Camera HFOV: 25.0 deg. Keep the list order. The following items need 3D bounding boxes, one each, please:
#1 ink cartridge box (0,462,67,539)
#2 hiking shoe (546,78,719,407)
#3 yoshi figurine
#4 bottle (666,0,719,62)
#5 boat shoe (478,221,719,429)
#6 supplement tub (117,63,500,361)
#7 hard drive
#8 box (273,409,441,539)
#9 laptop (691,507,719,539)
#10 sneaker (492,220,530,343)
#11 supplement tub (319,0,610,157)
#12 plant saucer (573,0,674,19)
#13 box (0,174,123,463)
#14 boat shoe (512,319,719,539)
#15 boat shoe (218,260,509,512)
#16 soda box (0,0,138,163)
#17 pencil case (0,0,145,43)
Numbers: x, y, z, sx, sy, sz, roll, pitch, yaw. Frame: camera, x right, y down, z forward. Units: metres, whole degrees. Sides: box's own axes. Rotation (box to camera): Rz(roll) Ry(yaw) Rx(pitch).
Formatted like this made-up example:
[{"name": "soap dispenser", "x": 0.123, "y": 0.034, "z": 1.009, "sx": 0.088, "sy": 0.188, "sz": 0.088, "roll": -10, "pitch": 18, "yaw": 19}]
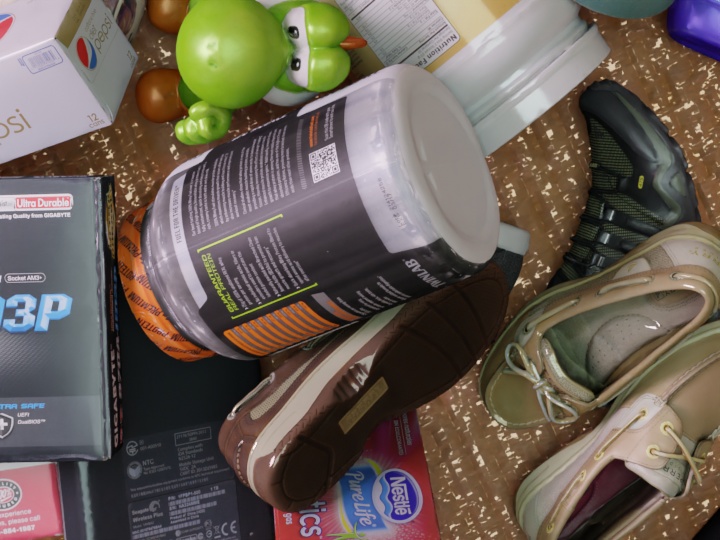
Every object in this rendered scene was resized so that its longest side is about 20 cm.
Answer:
[{"name": "ink cartridge box", "x": -0.259, "y": 0.066, "z": 0.995, "sx": 0.146, "sy": 0.086, "sz": 0.203, "roll": -6, "pitch": 93, "yaw": -3}, {"name": "hiking shoe", "x": 0.162, "y": -0.016, "z": 1.020, "sx": 0.100, "sy": 0.076, "sz": 0.202, "roll": -20, "pitch": 96, "yaw": -5}, {"name": "yoshi figurine", "x": -0.082, "y": -0.129, "z": 0.928, "sx": 0.112, "sy": 0.199, "sz": 0.113, "roll": -45, "pitch": 114, "yaw": -18}, {"name": "bottle", "x": 0.263, "y": -0.228, "z": 1.017, "sx": 0.083, "sy": 0.065, "sz": 0.202, "roll": 23, "pitch": 92, "yaw": -4}, {"name": "boat shoe", "x": 0.141, "y": 0.044, "z": 0.978, "sx": 0.200, "sy": 0.063, "sz": 0.073, "roll": -34, "pitch": 100, "yaw": 36}, {"name": "supplement tub", "x": -0.032, "y": -0.025, "z": 0.913, "sx": 0.198, "sy": 0.122, "sz": 0.124, "roll": -21, "pitch": 95, "yaw": 26}, {"name": "hard drive", "x": -0.120, "y": 0.100, "z": 0.996, "sx": 0.138, "sy": 0.033, "sz": 0.203, "roll": -7, "pitch": 94, "yaw": -38}, {"name": "box", "x": -0.002, "y": 0.171, "z": 0.951, "sx": 0.094, "sy": 0.201, "sz": 0.101, "roll": -4, "pitch": 121, "yaw": -3}, {"name": "laptop", "x": 0.157, "y": 0.196, "z": 0.983, "sx": 0.103, "sy": 0.177, "sz": 0.200, "roll": 41, "pitch": 91, "yaw": -6}, {"name": "sneaker", "x": 0.000, "y": 0.000, "z": 1.012, "sx": 0.198, "sy": 0.073, "sz": 0.113, "roll": 17, "pitch": 92, "yaw": -6}, {"name": "supplement tub", "x": 0.043, "y": -0.173, "z": 0.968, "sx": 0.144, "sy": 0.144, "sz": 0.201, "roll": -38, "pitch": 95, "yaw": 0}, {"name": "plant saucer", "x": 0.136, "y": -0.246, "z": 0.959, "sx": 0.198, "sy": 0.036, "sz": 0.202, "roll": 19, "pitch": 57, "yaw": -32}, {"name": "box", "x": -0.236, "y": 0.028, "z": 0.921, "sx": 0.197, "sy": 0.046, "sz": 0.161, "roll": -1, "pitch": 94, "yaw": 3}, {"name": "boat shoe", "x": 0.181, "y": 0.115, "z": 1.008, "sx": 0.074, "sy": 0.067, "sz": 0.200, "roll": 32, "pitch": 111, "yaw": -27}, {"name": "boat shoe", "x": -0.002, "y": 0.051, "z": 0.952, "sx": 0.202, "sy": 0.074, "sz": 0.075, "roll": -37, "pitch": 129, "yaw": -25}, {"name": "soda box", "x": -0.232, "y": -0.100, "z": 0.948, "sx": 0.198, "sy": 0.069, "sz": 0.064, "roll": -16, "pitch": 127, "yaw": 22}, {"name": "pencil case", "x": -0.229, "y": -0.175, "z": 0.983, "sx": 0.198, "sy": 0.078, "sz": 0.090, "roll": 16, "pitch": 128, "yaw": -3}]
